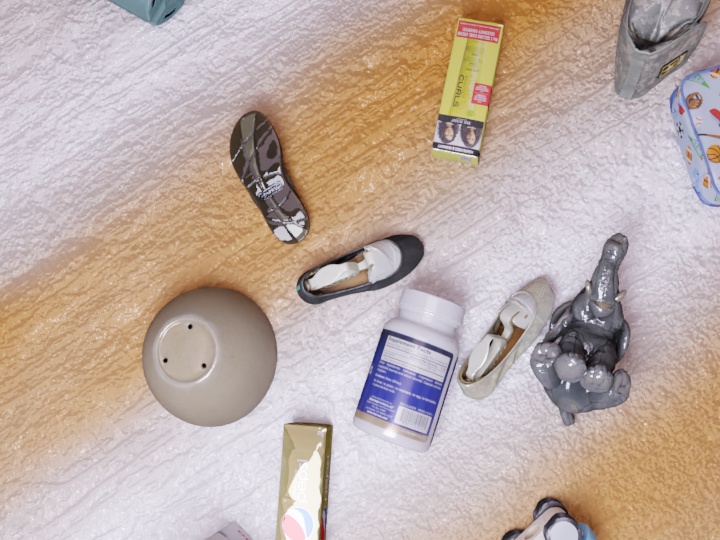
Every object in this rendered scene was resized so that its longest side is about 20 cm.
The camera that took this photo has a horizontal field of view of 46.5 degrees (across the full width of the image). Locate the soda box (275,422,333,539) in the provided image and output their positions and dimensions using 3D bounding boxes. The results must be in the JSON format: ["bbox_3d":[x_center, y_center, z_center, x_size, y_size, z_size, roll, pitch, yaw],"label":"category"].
[{"bbox_3d":[-0.078,0.316,1.165,0.062,0.068,0.206,2,81,7],"label":"soda box"}]

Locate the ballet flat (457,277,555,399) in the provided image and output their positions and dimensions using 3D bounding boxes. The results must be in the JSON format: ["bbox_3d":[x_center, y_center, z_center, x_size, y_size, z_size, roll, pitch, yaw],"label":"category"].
[{"bbox_3d":[0.203,0.090,1.165,0.067,0.062,0.202,29,85,42],"label":"ballet flat"}]

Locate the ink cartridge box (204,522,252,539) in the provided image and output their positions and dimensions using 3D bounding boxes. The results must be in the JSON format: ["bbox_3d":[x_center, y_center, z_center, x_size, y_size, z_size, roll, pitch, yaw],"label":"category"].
[{"bbox_3d":[-0.185,0.446,1.090,0.146,0.200,0.147,41,88,10],"label":"ink cartridge box"}]

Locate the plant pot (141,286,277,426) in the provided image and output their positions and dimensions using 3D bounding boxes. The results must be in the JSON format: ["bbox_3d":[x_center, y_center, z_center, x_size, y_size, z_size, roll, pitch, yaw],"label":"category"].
[{"bbox_3d":[-0.224,0.116,1.177,0.195,0.135,0.206,-1,81,5],"label":"plant pot"}]

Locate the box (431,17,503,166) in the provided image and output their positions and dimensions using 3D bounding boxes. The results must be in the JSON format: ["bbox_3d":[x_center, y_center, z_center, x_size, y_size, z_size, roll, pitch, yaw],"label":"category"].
[{"bbox_3d":[0.159,-0.262,1.236,0.073,0.050,0.205,12,83,8],"label":"box"}]

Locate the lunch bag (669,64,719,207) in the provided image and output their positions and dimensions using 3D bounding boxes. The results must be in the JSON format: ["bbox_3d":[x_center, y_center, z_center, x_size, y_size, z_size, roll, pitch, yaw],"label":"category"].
[{"bbox_3d":[0.534,-0.191,1.176,0.156,0.076,0.205,-14,79,1],"label":"lunch bag"}]

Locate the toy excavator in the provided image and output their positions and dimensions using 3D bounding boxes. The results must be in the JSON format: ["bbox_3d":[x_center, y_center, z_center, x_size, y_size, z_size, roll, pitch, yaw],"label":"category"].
[{"bbox_3d":[0.260,0.439,1.105,0.194,0.100,0.201,-41,88,0],"label":"toy excavator"}]

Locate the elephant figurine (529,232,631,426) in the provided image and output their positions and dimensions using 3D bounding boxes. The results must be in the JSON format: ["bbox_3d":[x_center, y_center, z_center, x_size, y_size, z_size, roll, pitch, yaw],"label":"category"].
[{"bbox_3d":[0.315,0.081,1.136,0.141,0.154,0.203,38,56,-23],"label":"elephant figurine"}]

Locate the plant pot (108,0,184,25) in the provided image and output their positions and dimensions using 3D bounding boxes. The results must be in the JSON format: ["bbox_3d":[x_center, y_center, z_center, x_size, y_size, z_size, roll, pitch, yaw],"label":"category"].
[{"bbox_3d":[-0.354,-0.487,1.261,0.194,0.200,0.203,33,86,2],"label":"plant pot"}]

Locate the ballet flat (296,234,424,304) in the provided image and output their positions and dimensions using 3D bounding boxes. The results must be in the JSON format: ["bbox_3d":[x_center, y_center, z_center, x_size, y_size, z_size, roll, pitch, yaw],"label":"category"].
[{"bbox_3d":[0.000,0.000,1.204,0.196,0.068,0.069,-23,79,2],"label":"ballet flat"}]

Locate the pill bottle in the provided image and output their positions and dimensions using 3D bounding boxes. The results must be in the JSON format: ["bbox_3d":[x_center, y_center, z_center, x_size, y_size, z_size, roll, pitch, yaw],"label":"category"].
[{"bbox_3d":[0.071,0.135,1.153,0.113,0.116,0.204,18,83,8],"label":"pill bottle"}]

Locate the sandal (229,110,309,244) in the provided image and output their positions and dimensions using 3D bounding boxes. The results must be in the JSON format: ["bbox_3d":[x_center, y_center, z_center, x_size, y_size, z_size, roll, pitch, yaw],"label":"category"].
[{"bbox_3d":[-0.132,-0.136,1.251,0.081,0.055,0.203,-28,94,7],"label":"sandal"}]

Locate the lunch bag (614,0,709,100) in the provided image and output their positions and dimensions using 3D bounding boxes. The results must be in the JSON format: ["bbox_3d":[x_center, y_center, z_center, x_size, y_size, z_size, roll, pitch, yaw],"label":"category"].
[{"bbox_3d":[0.418,-0.349,1.164,0.115,0.164,0.204,22,85,12],"label":"lunch bag"}]
